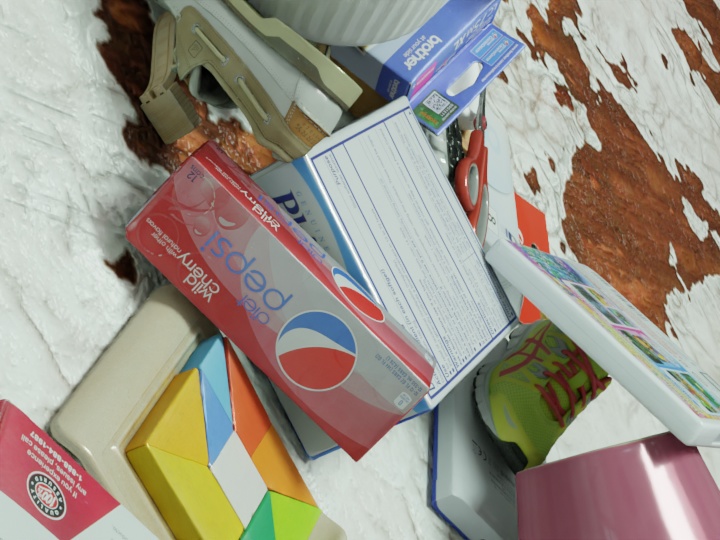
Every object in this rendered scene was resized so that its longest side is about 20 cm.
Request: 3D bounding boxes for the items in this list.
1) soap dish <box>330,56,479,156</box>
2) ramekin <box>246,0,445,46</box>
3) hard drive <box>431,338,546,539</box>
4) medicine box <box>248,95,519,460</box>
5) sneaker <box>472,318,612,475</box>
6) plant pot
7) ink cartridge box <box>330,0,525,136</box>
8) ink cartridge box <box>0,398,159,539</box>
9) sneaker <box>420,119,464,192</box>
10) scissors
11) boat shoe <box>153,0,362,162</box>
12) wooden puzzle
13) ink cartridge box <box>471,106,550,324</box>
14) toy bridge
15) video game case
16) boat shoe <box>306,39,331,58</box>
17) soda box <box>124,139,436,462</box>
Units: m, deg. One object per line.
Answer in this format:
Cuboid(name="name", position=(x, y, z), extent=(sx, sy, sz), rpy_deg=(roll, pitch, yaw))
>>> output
Cuboid(name="soap dish", position=(0.022, -0.199, 1.553), extent=(0.157, 0.081, 0.202), rpy_deg=(35, 39, -45))
Cuboid(name="ramekin", position=(-0.012, -0.242, 1.280), extent=(0.198, 0.105, 0.202), rpy_deg=(10, 53, -14))
Cuboid(name="hard drive", position=(0.099, 0.128, 1.475), extent=(0.132, 0.025, 0.201), rpy_deg=(46, 32, -34))
Cuboid(name="medicine box", position=(0.000, 0.000, 1.314), extent=(0.183, 0.102, 0.200), rpy_deg=(63, 26, -4))
Cuboid(name="sneaker", position=(0.147, 0.081, 1.474), extent=(0.079, 0.090, 0.200), rpy_deg=(58, 28, -17))
Cuboid(name="plant pot", position=(0.190, 0.212, 1.357), extent=(0.199, 0.199, 0.181), rpy_deg=(0, 73, -62))
Cuboid(name="ink cartridge box", position=(0.017, -0.200, 1.436), extent=(0.200, 0.042, 0.119), rpy_deg=(40, 59, 10))
Cuboid(name="ink cartridge box", position=(-0.168, 0.189, 0.785), extent=(0.146, 0.144, 0.201), rpy_deg=(49, 30, -29))
Cuboid(name="sneaker", position=(0.039, -0.030, 1.464), extent=(0.074, 0.078, 0.202), rpy_deg=(39, 47, -74))
Cuboid(name="scissors", position=(0.092, -0.099, 1.509), extent=(0.201, 0.014, 0.074), rpy_deg=(-79, 157, -46))
Cuboid(name="boat shoe", position=(-0.087, -0.139, 1.230), extent=(0.200, 0.069, 0.075), rpy_deg=(39, 1, 38))
Cuboid(name="wooden puzzle", position=(-0.082, 0.123, 1.128), extent=(0.201, 0.037, 0.185), rpy_deg=(57, 27, -15))
Cuboid(name="ink cartridge box", position=(0.126, -0.043, 1.650), extent=(0.200, 0.047, 0.161), rpy_deg=(37, 37, -40))
Cuboid(name="toy bridge", position=(-0.107, -0.155, 1.335), extent=(0.068, 0.027, 0.200), rpy_deg=(56, 28, -14))
Cuboid(name="video game case", position=(0.195, 0.056, 1.406), extent=(0.200, 0.024, 0.182), rpy_deg=(44, 14, 24))
Cuboid(name="boat shoe", position=(-0.028, -0.198, 1.372), extent=(0.076, 0.072, 0.201), rpy_deg=(33, 56, -17))
Cuboid(name="soda box", position=(-0.047, 0.017, 1.177), extent=(0.200, 0.070, 0.063), rpy_deg=(44, 14, -5))
